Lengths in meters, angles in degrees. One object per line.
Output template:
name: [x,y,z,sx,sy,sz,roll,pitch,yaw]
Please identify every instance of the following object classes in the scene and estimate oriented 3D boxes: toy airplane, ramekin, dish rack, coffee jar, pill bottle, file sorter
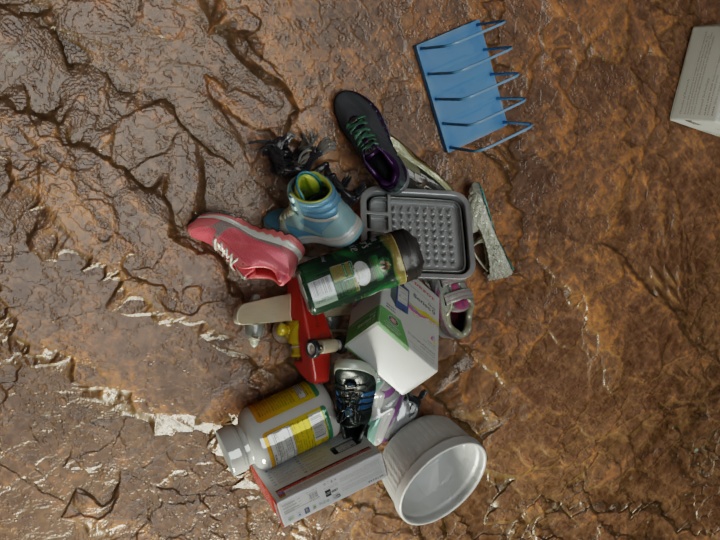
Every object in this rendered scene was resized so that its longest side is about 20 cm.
toy airplane: [-0.110,0.073,1.399,0.199,0.141,0.200,39,47,-17]
ramekin: [0.130,0.367,1.540,0.198,0.105,0.202,-20,132,-23]
dish rack: [0.095,-0.058,1.415,0.197,0.044,0.174,2,64,-8]
coffee jar: [0.000,0.000,1.297,0.197,0.104,0.087,-19,92,-7]
pill bottle: [-0.145,0.276,1.423,0.198,0.113,0.114,-23,109,-18]
file sorter: [0.206,-0.326,1.447,0.137,0.122,0.202,-26,110,-17]

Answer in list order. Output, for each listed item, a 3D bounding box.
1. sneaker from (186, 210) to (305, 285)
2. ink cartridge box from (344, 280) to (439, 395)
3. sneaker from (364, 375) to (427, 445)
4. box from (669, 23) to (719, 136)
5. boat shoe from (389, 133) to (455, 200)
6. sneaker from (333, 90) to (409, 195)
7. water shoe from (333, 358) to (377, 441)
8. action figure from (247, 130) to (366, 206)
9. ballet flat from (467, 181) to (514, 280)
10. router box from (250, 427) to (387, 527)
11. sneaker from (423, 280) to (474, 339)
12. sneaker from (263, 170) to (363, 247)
sneaker: [-0.193,-0.033,1.316,0.197,0.074,0.088,16,66,4]
ink cartridge box: [0.060,0.088,1.417,0.145,0.201,0.087,41,119,-20]
sneaker: [0.066,0.225,1.533,0.138,0.078,0.203,-4,112,-24]
box: [0.774,-0.383,1.681,0.196,0.130,0.203,9,98,-25]
boat shoe: [0.086,-0.172,1.460,0.199,0.073,0.065,37,91,-16]
sneaker: [0.016,-0.221,1.366,0.074,0.087,0.201,-35,85,11]
water shoe: [-0.008,0.221,1.368,0.070,0.080,0.201,3,145,9]
action figure: [-0.086,-0.183,1.356,0.199,0.119,0.103,30,99,-35]
ballet flat: [0.232,-0.065,1.547,0.071,0.072,0.202,-30,111,-15]
router box: [-0.078,0.344,1.431,0.198,0.179,0.050,-22,109,-17]
sneaker: [0.172,0.039,1.527,0.080,0.088,0.203,-21,108,-18]
sneaker: [-0.099,-0.107,1.314,0.131,0.198,0.080,56,49,-39]
